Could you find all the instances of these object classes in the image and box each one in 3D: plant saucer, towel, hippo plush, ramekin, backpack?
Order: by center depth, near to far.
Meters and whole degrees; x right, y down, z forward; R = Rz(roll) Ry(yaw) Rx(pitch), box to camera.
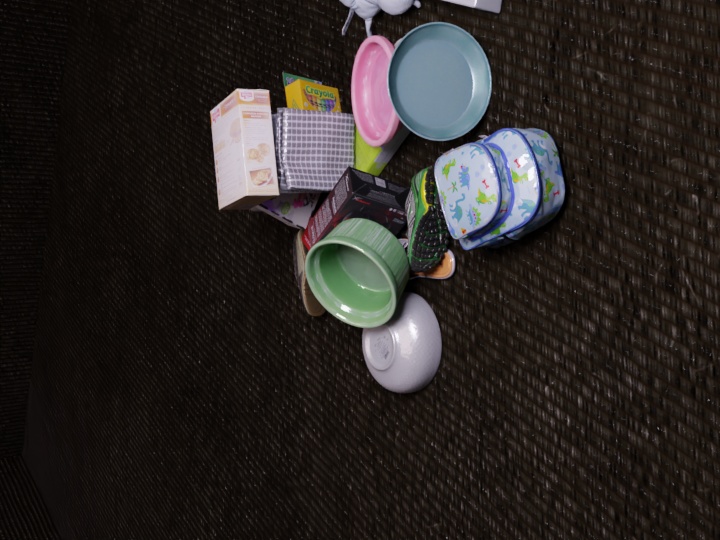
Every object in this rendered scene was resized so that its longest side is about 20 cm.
[{"bbox_3d":[0.229,-0.138,1.359,0.198,0.145,0.188,-24,76,46],"label":"backpack"},{"bbox_3d":[0.136,-0.332,1.449,0.036,0.194,0.206,-162,73,-75],"label":"plant saucer"},{"bbox_3d":[0.042,-0.340,1.553,0.200,0.050,0.206,173,90,-67],"label":"plant saucer"},{"bbox_3d":[0.000,0.000,1.562,0.196,0.098,0.203,19,134,21],"label":"ramekin"},{"bbox_3d":[0.025,-0.554,1.585,0.159,0.156,0.205,25,110,48],"label":"hippo plush"},{"bbox_3d":[-0.096,-0.239,1.648,0.085,0.197,0.171,9,100,48],"label":"towel"}]

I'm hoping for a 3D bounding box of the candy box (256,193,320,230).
[{"bbox_3d":[-0.174,-0.207,1.783,0.071,0.198,0.171,18,83,48],"label":"candy box"}]

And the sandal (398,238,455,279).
[{"bbox_3d":[0.098,-0.022,1.596,0.204,0.058,0.082,3,94,51],"label":"sandal"}]

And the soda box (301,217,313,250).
[{"bbox_3d":[-0.051,-0.027,1.774,0.201,0.069,0.064,56,133,34],"label":"soda box"}]

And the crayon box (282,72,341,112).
[{"bbox_3d":[-0.097,-0.331,1.770,0.051,0.124,0.206,-16,79,41],"label":"crayon box"}]

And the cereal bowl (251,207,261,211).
[{"bbox_3d":[-0.209,-0.238,1.905,0.200,0.081,0.206,-175,90,-87],"label":"cereal bowl"}]

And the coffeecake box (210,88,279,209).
[{"bbox_3d":[-0.231,-0.235,1.610,0.152,0.071,0.206,-12,83,59],"label":"coffeecake box"}]

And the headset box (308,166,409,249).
[{"bbox_3d":[-0.006,-0.097,1.645,0.201,0.146,0.076,-50,37,39],"label":"headset box"}]

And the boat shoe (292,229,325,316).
[{"bbox_3d":[-0.114,0.004,1.864,0.064,0.072,0.206,-20,73,61],"label":"boat shoe"}]

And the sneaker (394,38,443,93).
[{"bbox_3d":[0.113,-0.384,1.544,0.201,0.079,0.078,50,130,39],"label":"sneaker"}]

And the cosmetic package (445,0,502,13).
[{"bbox_3d":[0.173,-0.534,1.468,0.199,0.070,0.104,34,118,45],"label":"cosmetic package"}]

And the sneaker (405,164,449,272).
[{"bbox_3d":[0.122,-0.094,1.551,0.085,0.076,0.205,-11,66,61],"label":"sneaker"}]

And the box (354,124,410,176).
[{"bbox_3d":[0.038,-0.295,1.666,0.201,0.047,0.124,-50,54,41],"label":"box"}]

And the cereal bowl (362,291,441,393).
[{"bbox_3d":[0.067,0.145,1.625,0.198,0.082,0.206,1,92,51],"label":"cereal bowl"}]
